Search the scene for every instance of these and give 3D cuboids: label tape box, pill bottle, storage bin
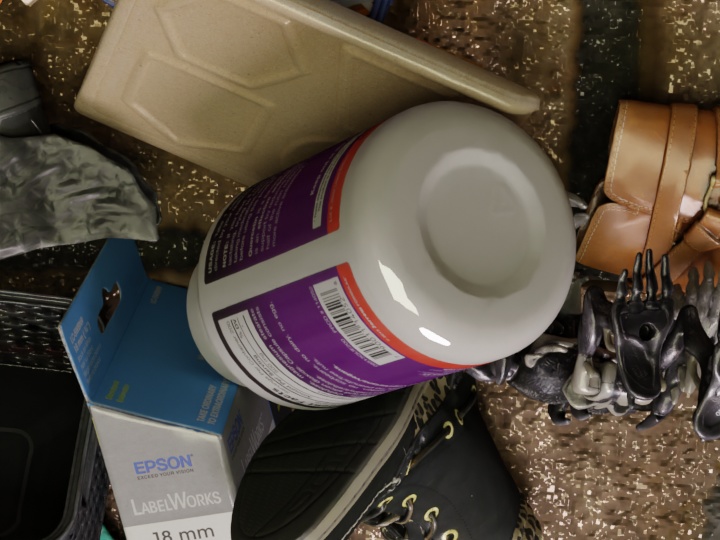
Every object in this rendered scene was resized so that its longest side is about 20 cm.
[{"bbox_3d":[-0.078,0.082,1.132,0.063,0.144,0.201,-9,113,11],"label":"label tape box"},{"bbox_3d":[0.000,0.000,1.026,0.112,0.113,0.200,46,150,-14],"label":"pill bottle"},{"bbox_3d":[-0.227,0.085,1.137,0.199,0.136,0.094,6,153,2],"label":"storage bin"}]

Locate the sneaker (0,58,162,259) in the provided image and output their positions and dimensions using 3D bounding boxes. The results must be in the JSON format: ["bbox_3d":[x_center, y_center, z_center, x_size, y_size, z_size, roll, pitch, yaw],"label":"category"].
[{"bbox_3d":[-0.204,-0.033,1.099,0.199,0.060,0.105,-20,102,1],"label":"sneaker"}]

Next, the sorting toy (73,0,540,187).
[{"bbox_3d":[-0.029,-0.083,1.056,0.185,0.037,0.200,23,157,-8],"label":"sorting toy"}]

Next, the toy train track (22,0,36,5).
[{"bbox_3d":[-0.203,-0.203,1.012,0.115,0.033,0.200,-39,92,5],"label":"toy train track"}]

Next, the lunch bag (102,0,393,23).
[{"bbox_3d":[-0.037,-0.180,1.018,0.160,0.076,0.200,21,142,-1],"label":"lunch bag"}]

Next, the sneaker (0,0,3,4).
[{"bbox_3d":[-0.244,-0.115,1.091,0.200,0.090,0.070,-30,108,16],"label":"sneaker"}]

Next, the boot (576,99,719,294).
[{"bbox_3d":[0.197,-0.059,1.091,0.154,0.074,0.201,19,111,1],"label":"boot"}]

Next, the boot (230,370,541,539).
[{"bbox_3d":[0.022,0.122,1.118,0.073,0.204,0.154,-9,119,32],"label":"boot"}]

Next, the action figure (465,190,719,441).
[{"bbox_3d":[0.119,0.025,1.069,0.119,0.200,0.102,19,84,-17],"label":"action figure"}]

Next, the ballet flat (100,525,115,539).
[{"bbox_3d":[-0.155,0.167,1.216,0.200,0.070,0.067,43,110,-13],"label":"ballet flat"}]
